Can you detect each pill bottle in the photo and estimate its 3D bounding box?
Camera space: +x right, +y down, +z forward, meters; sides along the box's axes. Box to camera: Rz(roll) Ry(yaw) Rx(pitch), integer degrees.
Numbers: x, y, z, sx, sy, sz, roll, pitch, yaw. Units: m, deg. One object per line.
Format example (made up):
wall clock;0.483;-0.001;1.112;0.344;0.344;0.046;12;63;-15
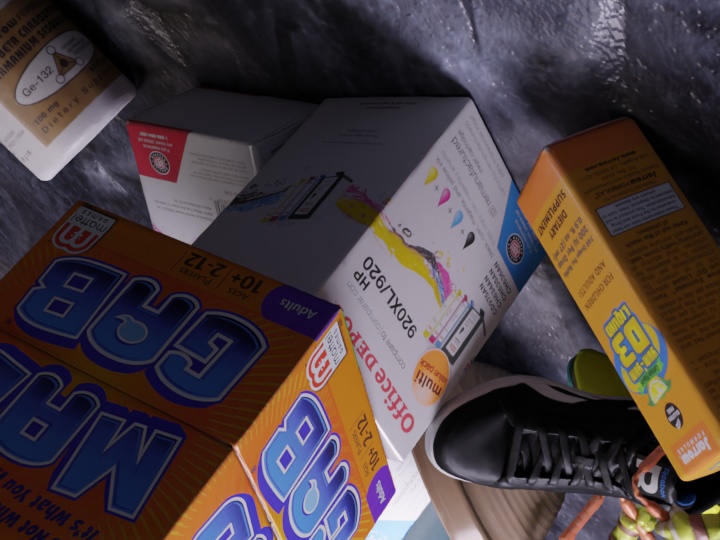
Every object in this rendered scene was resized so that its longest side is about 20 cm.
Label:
pill bottle;-0.295;-0.182;0.976;0.200;0.114;0.114;45;152;-13

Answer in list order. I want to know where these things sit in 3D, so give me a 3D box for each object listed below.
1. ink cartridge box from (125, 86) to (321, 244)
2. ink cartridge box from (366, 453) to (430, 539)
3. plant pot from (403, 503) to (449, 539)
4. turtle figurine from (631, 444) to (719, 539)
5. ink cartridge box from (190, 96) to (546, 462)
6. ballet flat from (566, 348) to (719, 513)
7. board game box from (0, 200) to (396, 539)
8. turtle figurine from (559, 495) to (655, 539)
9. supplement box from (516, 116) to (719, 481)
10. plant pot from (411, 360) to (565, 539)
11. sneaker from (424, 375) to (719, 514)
ink cartridge box;-0.089;-0.034;0.930;0.147;0.086;0.200;14;128;37
ink cartridge box;-0.039;0.156;1.007;0.200;0.116;0.067;33;-171;-13
plant pot;-0.023;0.238;1.180;0.196;0.196;0.200;28;155;20
turtle figurine;0.272;0.151;0.683;0.064;0.200;0.162;107;146;-86
ink cartridge box;0.000;0.000;0.802;0.144;0.200;0.147;8;140;45
ballet flat;0.229;0.122;0.876;0.067;0.067;0.200;-19;124;34
board game box;-0.126;0.119;0.700;0.200;0.200;0.200;21;148;28
turtle figurine;0.190;0.253;0.903;0.161;0.200;0.064;19;-161;-16
supplement box;0.170;0.014;0.673;0.200;0.069;0.067;60;158;21
plant pot;0.111;0.148;0.964;0.093;0.201;0.201;-25;122;13
sneaker;0.151;0.116;0.759;0.200;0.073;0.112;2;-171;-17
